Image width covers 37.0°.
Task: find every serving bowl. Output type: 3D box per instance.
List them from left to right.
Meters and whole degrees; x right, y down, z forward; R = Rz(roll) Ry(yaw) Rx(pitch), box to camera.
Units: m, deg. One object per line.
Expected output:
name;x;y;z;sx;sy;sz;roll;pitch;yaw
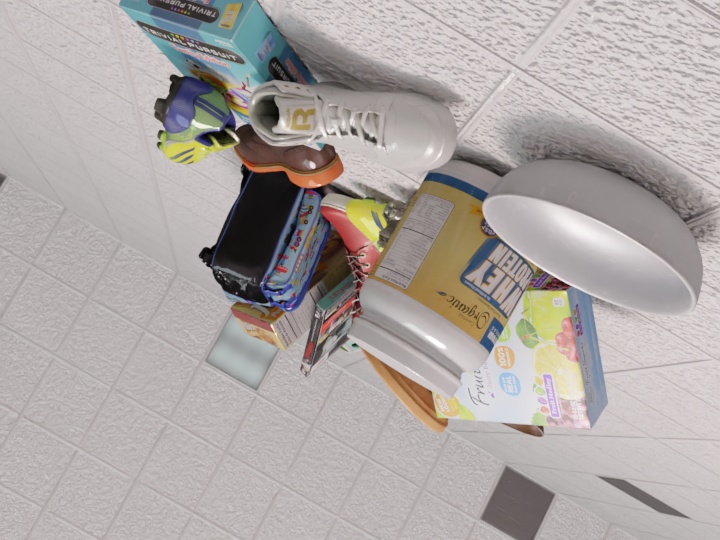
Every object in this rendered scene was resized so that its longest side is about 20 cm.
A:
serving bowl;0.206;-0.038;0.922;0.198;0.066;0.200;29;170;6

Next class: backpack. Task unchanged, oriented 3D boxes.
backpack;-0.121;-0.030;1.490;0.133;0.185;0.200;20;162;10

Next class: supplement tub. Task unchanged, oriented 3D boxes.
supplement tub;0.087;0.009;1.062;0.143;0.202;0.145;30;174;4

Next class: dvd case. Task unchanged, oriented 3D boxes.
dvd case;-0.025;0.065;1.595;0.022;0.146;0.201;40;150;16

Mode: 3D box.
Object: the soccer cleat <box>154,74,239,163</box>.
soccer cleat;-0.167;-0.143;1.129;0.083;0.065;0.200;28;170;-1

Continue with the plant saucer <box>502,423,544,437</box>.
plant saucer;0.156;0.157;1.409;0.198;0.032;0.200;27;169;6

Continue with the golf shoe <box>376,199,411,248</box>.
golf shoe;0.116;-0.034;1.226;0.199;0.079;0.097;24;-171;41

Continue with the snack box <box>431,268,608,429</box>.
snack box;0.168;0.087;1.221;0.198;0.068;0.171;-1;112;36

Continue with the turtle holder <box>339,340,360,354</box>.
turtle holder;-0.014;0.067;1.801;0.140;0.133;0.186;27;169;4

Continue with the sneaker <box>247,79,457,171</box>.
sneaker;-0.017;-0.127;0.958;0.115;0.075;0.199;-10;-160;-41

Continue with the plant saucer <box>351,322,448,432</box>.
plant saucer;0.064;0.141;1.529;0.201;0.037;0.200;49;-173;-8

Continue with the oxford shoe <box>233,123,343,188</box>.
oxford shoe;-0.090;-0.153;1.224;0.199;0.071;0.073;21;139;50

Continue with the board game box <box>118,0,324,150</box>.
board game box;-0.126;-0.206;1.069;0.150;0.047;0.200;23;168;31

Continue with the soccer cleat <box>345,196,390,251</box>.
soccer cleat;0.061;-0.019;1.339;0.199;0.084;0.065;32;169;-12

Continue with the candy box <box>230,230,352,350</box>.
candy box;-0.084;0.024;1.597;0.115;0.200;0.056;15;141;51

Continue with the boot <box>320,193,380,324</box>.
boot;0.000;0.000;1.426;0.199;0.146;0.072;37;166;-35
